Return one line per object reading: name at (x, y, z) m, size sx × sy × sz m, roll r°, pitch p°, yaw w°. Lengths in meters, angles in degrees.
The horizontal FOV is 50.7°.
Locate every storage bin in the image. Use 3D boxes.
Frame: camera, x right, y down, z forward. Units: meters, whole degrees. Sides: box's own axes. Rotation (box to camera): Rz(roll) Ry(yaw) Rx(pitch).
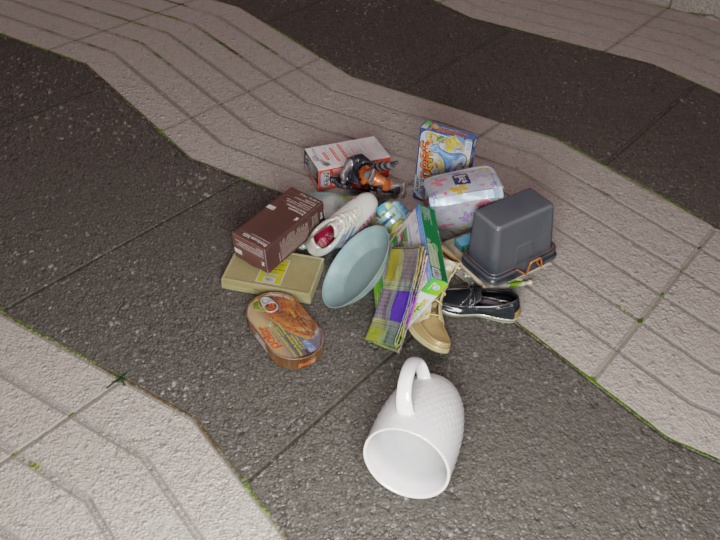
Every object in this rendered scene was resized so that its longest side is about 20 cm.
storage bin at (0.324, -0.074, 1.601) m, size 0.198 × 0.136 × 0.146 m, roll -23°, pitch 44°, yaw -22°

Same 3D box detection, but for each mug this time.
mug at (0.096, 0.238, 1.252) m, size 0.146 × 0.202 × 0.176 m, roll 0°, pitch 31°, yaw 24°

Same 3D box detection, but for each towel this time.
towel at (-0.058, -0.120, 1.778) m, size 0.197 × 0.049 × 0.172 m, roll -3°, pitch 40°, yaw -6°
towel at (0.068, 0.048, 1.454) m, size 0.023 × 0.203 × 0.143 m, roll 18°, pitch -3°, yaw -24°

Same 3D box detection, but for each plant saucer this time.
plant saucer at (0.000, 0.000, 1.580) m, size 0.039 × 0.200 × 0.202 m, roll 37°, pitch 31°, yaw -27°

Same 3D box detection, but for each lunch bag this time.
lunch bag at (0.227, -0.159, 1.699) m, size 0.167 × 0.129 × 0.200 m, roll -10°, pitch -1°, yaw 3°

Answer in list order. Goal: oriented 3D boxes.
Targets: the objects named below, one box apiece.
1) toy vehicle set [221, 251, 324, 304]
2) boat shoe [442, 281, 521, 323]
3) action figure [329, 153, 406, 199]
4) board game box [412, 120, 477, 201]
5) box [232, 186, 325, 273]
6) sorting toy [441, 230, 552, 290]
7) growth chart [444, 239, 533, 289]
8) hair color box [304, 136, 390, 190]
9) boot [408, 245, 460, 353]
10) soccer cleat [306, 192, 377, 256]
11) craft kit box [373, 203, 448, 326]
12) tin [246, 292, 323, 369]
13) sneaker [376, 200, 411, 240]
toy vehicle set at (-0.187, 0.005, 1.639) m, size 0.197 × 0.027 × 0.125 m, roll 10°, pitch 41°, yaw 8°
boat shoe at (0.236, 0.060, 1.574) m, size 0.197 × 0.063 × 0.075 m, roll 9°, pitch 42°, yaw 9°
action figure at (0.038, -0.232, 1.826) m, size 0.198 × 0.106 × 0.193 m, roll 2°, pitch 19°, yaw -36°
board game box at (0.200, -0.246, 1.823) m, size 0.134 × 0.202 × 0.035 m, roll 20°, pitch 43°, yaw 20°
box at (-0.176, -0.092, 1.665) m, size 0.099 × 0.076 × 0.200 m, roll 25°, pitch 52°, yaw 26°
sorting toy at (0.299, -0.043, 1.691) m, size 0.198 × 0.037 × 0.185 m, roll -17°, pitch 42°, yaw -23°
growth chart at (0.278, -0.017, 1.702) m, size 0.143 × 0.018 × 0.201 m, roll -9°, pitch 40°, yaw -15°
hair color box at (-0.035, -0.277, 1.953) m, size 0.198 × 0.065 × 0.111 m, roll -12°, pitch 43°, yaw -19°
boot at (0.150, 0.050, 1.503) m, size 0.072 × 0.156 × 0.201 m, roll 15°, pitch 29°, yaw -31°
soccer cleat at (-0.035, -0.102, 1.669) m, size 0.200 × 0.086 × 0.070 m, roll -42°, pitch 87°, yaw -12°
craft kit box at (0.092, 0.006, 1.509) m, size 0.048 × 0.198 × 0.202 m, roll 20°, pitch 43°, yaw -25°
tin at (-0.151, 0.118, 1.501) m, size 0.111 × 0.042 × 0.200 m, roll -17°, pitch 44°, yaw -28°
sneaker at (0.080, -0.076, 1.669) m, size 0.130 × 0.079 × 0.201 m, roll 42°, pitch 28°, yaw -18°
